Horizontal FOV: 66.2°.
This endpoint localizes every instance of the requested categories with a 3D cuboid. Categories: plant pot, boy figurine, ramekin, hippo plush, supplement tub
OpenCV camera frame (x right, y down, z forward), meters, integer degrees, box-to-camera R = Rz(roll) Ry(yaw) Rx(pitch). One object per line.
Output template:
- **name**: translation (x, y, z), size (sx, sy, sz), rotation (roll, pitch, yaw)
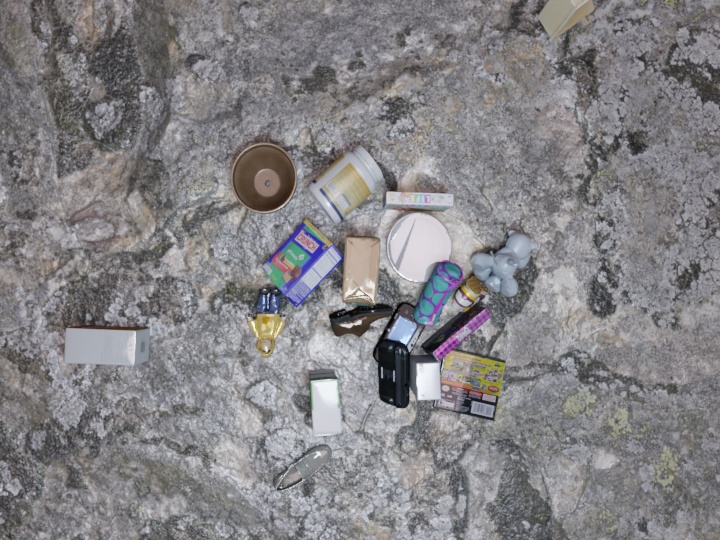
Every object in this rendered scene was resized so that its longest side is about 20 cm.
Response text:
- **plant pot**: translation (-0.282, -0.267, 1.641), size (0.193, 0.093, 0.209), rotation (0, 88, -4)
- **boy figurine**: translation (-0.283, 0.157, 1.645), size (0.120, 0.064, 0.208), rotation (7, 85, -5)
- **ramekin**: translation (0.169, -0.066, 1.657), size (0.195, 0.094, 0.210), rotation (0, 89, -3)
- **hippo plush**: translation (0.429, -0.046, 1.647), size (0.157, 0.202, 0.162), rotation (27, 65, 29)
- **supplement tub**: translation (-0.042, -0.255, 1.626), size (0.199, 0.144, 0.145), rotation (-40, 91, -3)

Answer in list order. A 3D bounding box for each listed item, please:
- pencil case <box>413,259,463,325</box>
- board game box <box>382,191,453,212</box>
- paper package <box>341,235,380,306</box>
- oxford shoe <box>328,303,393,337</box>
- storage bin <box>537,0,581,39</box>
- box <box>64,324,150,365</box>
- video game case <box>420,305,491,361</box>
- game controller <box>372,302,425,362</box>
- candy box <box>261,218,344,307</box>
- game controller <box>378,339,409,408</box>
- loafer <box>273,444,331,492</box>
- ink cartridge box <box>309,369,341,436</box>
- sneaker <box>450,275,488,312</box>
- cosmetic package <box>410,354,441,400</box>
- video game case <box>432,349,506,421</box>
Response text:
- **pencil case**: translation (0.223, 0.069, 1.592), size (0.082, 0.094, 0.203), rotation (3, 133, -22)
- **board game box**: translation (0.167, -0.203, 1.640), size (0.193, 0.134, 0.036), rotation (2, 88, -2)
- **paper package**: translation (0.000, 0.000, 1.595), size (0.100, 0.200, 0.198), rotation (3, 89, -2)
- **oxford shoe**: translation (0.007, 0.152, 1.664), size (0.193, 0.073, 0.087), rotation (-13, 106, -1)
- **storage bin**: translation (0.655, -0.822, 1.649), size (0.196, 0.200, 0.095), rotation (-36, 88, -3)
- **box**: translation (-0.725, 0.214, 1.591), size (0.193, 0.124, 0.101), rotation (3, 88, -3)
- **video game case**: translation (0.275, 0.178, 1.610), size (0.198, 0.181, 0.036), rotation (-39, 91, -5)
- **game controller**: translation (0.120, 0.202, 1.673), size (0.102, 0.042, 0.204), rotation (30, 87, -2)
- **candy box**: translation (-0.170, -0.024, 1.604), size (0.200, 0.169, 0.077), rotation (-45, 134, -4)
- **game controller**: translation (0.097, 0.305, 1.624), size (0.041, 0.102, 0.207), rotation (-17, 112, -44)
- **loafer**: translation (-0.169, 0.591, 1.634), size (0.198, 0.070, 0.071), rotation (-37, 90, -3)
- **ink cartridge box**: translation (-0.104, 0.371, 1.581), size (0.081, 0.200, 0.152), rotation (-3, 89, -6)
- **sneaker**: translation (0.315, 0.073, 1.625), size (0.090, 0.199, 0.076), rotation (-45, 72, 18)
- **cosmetic package**: translation (0.184, 0.305, 1.594), size (0.071, 0.200, 0.106), rotation (-2, 89, -2)
- **video game case**: translation (0.333, 0.346, 1.688), size (0.193, 0.026, 0.187), rotation (12, 88, -2)
